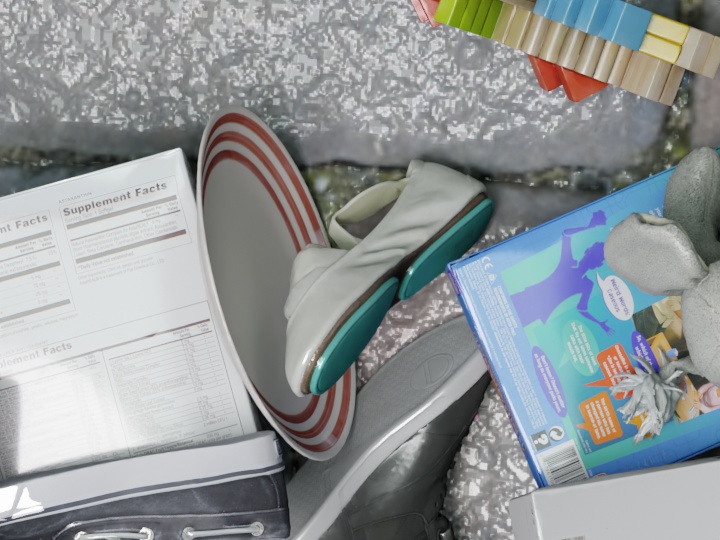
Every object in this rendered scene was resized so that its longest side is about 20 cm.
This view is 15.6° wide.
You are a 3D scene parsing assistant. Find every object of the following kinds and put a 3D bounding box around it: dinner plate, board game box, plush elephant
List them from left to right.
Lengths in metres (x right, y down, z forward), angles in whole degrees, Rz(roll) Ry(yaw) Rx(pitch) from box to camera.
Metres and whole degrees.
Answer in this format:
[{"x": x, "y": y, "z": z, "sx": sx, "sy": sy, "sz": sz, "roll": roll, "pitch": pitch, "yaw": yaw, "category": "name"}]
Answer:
[{"x": -0.052, "y": 0.008, "z": 1.439, "sx": 0.024, "sy": 0.200, "sz": 0.202, "roll": -16, "pitch": 90, "yaw": 17, "category": "dinner plate"}, {"x": 0.166, "y": 0.027, "z": 1.446, "sx": 0.199, "sy": 0.045, "sz": 0.153, "roll": -23, "pitch": 87, "yaw": -1, "category": "board game box"}, {"x": 0.212, "y": 0.011, "z": 1.347, "sx": 0.200, "sy": 0.155, "sz": 0.165, "roll": -44, "pitch": 89, "yaw": -4, "category": "plush elephant"}]

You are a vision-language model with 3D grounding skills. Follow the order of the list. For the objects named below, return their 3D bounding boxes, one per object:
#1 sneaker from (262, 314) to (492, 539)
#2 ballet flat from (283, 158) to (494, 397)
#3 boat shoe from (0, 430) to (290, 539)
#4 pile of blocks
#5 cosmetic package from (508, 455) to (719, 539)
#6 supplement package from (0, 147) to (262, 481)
[{"x": 0.035, "y": 0.117, "z": 1.500, "sx": 0.200, "sy": 0.071, "sz": 0.099, "roll": -48, "pitch": 116, "yaw": -10, "category": "sneaker"}, {"x": 0.000, "y": 0.000, "z": 1.444, "sx": 0.069, "sy": 0.200, "sz": 0.070, "roll": 20, "pitch": 131, "yaw": 25, "category": "ballet flat"}, {"x": -0.134, "y": 0.134, "z": 1.364, "sx": 0.198, "sy": 0.072, "sz": 0.068, "roll": -10, "pitch": 89, "yaw": -9, "category": "boat shoe"}, {"x": 0.100, "y": -0.134, "z": 1.457, "sx": 0.199, "sy": 0.082, "sz": 0.063, "roll": 21, "pitch": 97, "yaw": 11, "category": "pile of blocks"}, {"x": 0.183, "y": 0.125, "z": 1.382, "sx": 0.198, "sy": 0.083, "sz": 0.051, "roll": -9, "pitch": 81, "yaw": -7, "category": "cosmetic package"}, {"x": -0.142, "y": 0.051, "z": 1.472, "sx": 0.149, "sy": 0.152, "sz": 0.202, "roll": -16, "pitch": 89, "yaw": -2, "category": "supplement package"}]
